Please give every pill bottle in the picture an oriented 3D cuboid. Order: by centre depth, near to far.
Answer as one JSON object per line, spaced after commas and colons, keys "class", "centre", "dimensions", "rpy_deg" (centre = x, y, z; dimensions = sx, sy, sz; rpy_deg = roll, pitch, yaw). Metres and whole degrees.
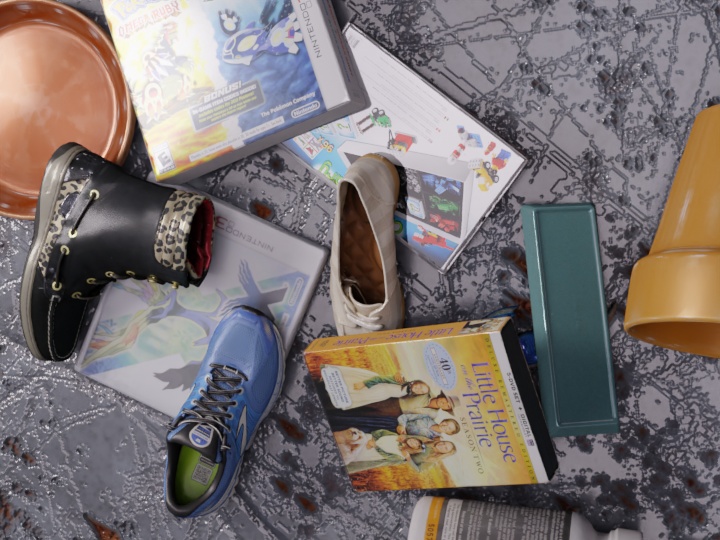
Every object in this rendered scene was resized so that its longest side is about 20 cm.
{"class": "pill bottle", "centre": [0.140, 0.262, 1.320], "dimensions": [0.198, 0.116, 0.118], "rpy_deg": [5, 96, 10]}

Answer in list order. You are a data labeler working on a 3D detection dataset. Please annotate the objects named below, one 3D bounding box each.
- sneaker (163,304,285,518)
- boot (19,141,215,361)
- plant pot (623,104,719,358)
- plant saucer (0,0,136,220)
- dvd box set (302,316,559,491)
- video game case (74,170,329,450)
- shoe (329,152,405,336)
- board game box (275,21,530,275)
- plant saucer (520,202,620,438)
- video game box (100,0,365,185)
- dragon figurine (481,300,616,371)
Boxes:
{"class": "sneaker", "centre": [-0.123, 0.130, 1.347], "dimensions": [0.078, 0.089, 0.202], "rpy_deg": [18, 97, 7]}
{"class": "boot", "centre": [-0.216, 0.003, 1.354], "dimensions": [0.152, 0.073, 0.206], "rpy_deg": [17, 109, 17]}
{"class": "plant pot", "centre": [0.322, -0.030, 1.236], "dimensions": [0.198, 0.200, 0.186], "rpy_deg": [7, 81, 9]}
{"class": "plant saucer", "centre": [-0.301, -0.148, 1.408], "dimensions": [0.198, 0.032, 0.203], "rpy_deg": [1, 95, 9]}
{"class": "dvd box set", "centre": [0.059, 0.119, 1.312], "dimensions": [0.198, 0.029, 0.148], "rpy_deg": [-7, 112, 33]}
{"class": "video game case", "centre": [-0.147, 0.037, 1.400], "dimensions": [0.181, 0.022, 0.202], "rpy_deg": [24, 99, 8]}
{"class": "shoe", "centre": [0.000, 0.000, 1.334], "dimensions": [0.069, 0.053, 0.202], "rpy_deg": [8, 113, 20]}
{"class": "board game box", "centre": [0.034, -0.108, 1.349], "dimensions": [0.199, 0.035, 0.127], "rpy_deg": [38, 101, 5]}
{"class": "plant saucer", "centre": [0.181, 0.039, 1.306], "dimensions": [0.069, 0.019, 0.203], "rpy_deg": [-2, 80, -12]}
{"class": "video game box", "centre": [-0.114, -0.195, 1.343], "dimensions": [0.198, 0.047, 0.184], "rpy_deg": [-21, 81, 18]}
{"class": "dragon figurine", "centre": [0.124, 0.067, 1.335], "dimensions": [0.200, 0.059, 0.100], "rpy_deg": [-40, 87, 12]}
